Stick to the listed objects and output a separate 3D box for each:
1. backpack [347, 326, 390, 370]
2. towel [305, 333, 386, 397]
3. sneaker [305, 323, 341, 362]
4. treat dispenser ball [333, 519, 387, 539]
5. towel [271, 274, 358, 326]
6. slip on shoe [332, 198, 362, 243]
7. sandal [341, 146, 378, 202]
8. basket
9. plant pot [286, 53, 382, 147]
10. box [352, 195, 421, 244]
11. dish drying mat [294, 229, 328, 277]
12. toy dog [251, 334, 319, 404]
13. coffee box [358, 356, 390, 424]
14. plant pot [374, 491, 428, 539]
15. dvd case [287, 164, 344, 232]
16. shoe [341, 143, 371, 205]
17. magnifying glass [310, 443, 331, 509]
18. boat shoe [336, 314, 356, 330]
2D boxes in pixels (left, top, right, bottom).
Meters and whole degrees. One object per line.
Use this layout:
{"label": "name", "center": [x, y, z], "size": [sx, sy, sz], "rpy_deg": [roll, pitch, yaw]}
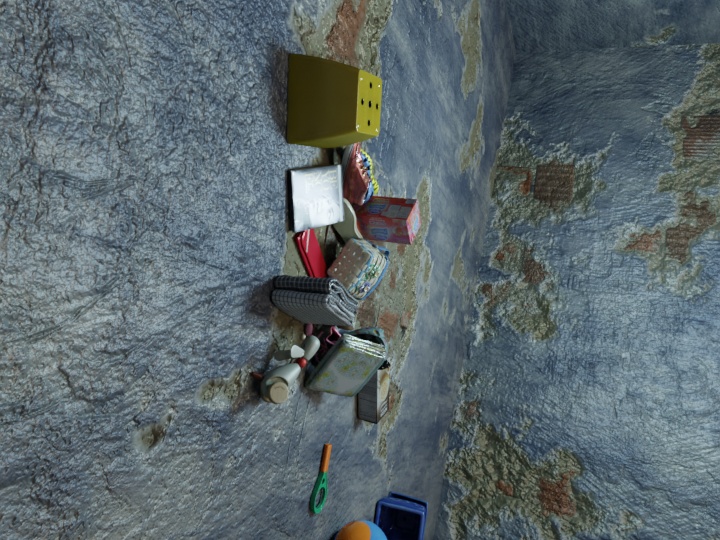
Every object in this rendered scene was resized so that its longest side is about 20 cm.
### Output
{"label": "backpack", "center": [0.020, 0.241, 1.687], "size": [0.200, 0.162, 0.130], "rpy_deg": [20, 70, -79]}
{"label": "towel", "center": [-0.039, 0.271, 1.526], "size": [0.169, 0.049, 0.201], "rpy_deg": [22, 115, -36]}
{"label": "sneaker", "center": [-0.084, 0.206, 1.524], "size": [0.202, 0.093, 0.080], "rpy_deg": [70, 35, -47]}
{"label": "treat dispenser ball", "center": [0.001, 0.932, 1.787], "size": [0.200, 0.196, 0.207], "rpy_deg": [-30, 123, -59]}
{"label": "towel", "center": [-0.107, 0.073, 1.358], "size": [0.200, 0.161, 0.088], "rpy_deg": [43, 52, -60]}
{"label": "slip on shoe", "center": [-0.038, -0.141, 1.567], "size": [0.201, 0.072, 0.062], "rpy_deg": [63, 20, -51]}
{"label": "sandal", "center": [-0.004, -0.272, 1.580], "size": [0.088, 0.078, 0.202], "rpy_deg": [-62, 143, -29]}
{"label": "basket", "center": [0.000, 0.000, 1.571], "size": [0.178, 0.138, 0.199], "rpy_deg": [-55, 162, 9]}
{"label": "plant pot", "center": [-0.052, -0.404, 1.325], "size": [0.199, 0.172, 0.206], "rpy_deg": [-17, 113, -63]}
{"label": "box", "center": [0.073, -0.154, 1.639], "size": [0.104, 0.195, 0.096], "rpy_deg": [-60, 147, -39]}
{"label": "dish drying mat", "center": [-0.125, -0.036, 1.454], "size": [0.203, 0.018, 0.078], "rpy_deg": [72, 33, -43]}
{"label": "toy dog", "center": [-0.188, 0.227, 1.310], "size": [0.096, 0.131, 0.201], "rpy_deg": [44, 41, -12]}
{"label": "coffee box", "center": [0.047, 0.406, 1.882], "size": [0.114, 0.078, 0.206], "rpy_deg": [-29, 123, -60]}
{"label": "plant pot", "center": [0.170, 1.023, 2.202], "size": [0.179, 0.195, 0.206], "rpy_deg": [6, 91, -72]}
{"label": "dvd case", "center": [-0.109, -0.188, 1.397], "size": [0.198, 0.016, 0.153], "rpy_deg": [-20, 112, -51]}
{"label": "shoe", "center": [-0.007, -0.280, 1.486], "size": [0.072, 0.089, 0.204], "rpy_deg": [-69, 177, -63]}
{"label": "magnifying glass", "center": [-0.117, 0.636, 1.663], "size": [0.079, 0.022, 0.206], "rpy_deg": [23, 78, -64]}
{"label": "boat shoe", "center": [-0.039, 0.104, 1.531], "size": [0.202, 0.073, 0.077], "rpy_deg": [-130, -130, -75]}
